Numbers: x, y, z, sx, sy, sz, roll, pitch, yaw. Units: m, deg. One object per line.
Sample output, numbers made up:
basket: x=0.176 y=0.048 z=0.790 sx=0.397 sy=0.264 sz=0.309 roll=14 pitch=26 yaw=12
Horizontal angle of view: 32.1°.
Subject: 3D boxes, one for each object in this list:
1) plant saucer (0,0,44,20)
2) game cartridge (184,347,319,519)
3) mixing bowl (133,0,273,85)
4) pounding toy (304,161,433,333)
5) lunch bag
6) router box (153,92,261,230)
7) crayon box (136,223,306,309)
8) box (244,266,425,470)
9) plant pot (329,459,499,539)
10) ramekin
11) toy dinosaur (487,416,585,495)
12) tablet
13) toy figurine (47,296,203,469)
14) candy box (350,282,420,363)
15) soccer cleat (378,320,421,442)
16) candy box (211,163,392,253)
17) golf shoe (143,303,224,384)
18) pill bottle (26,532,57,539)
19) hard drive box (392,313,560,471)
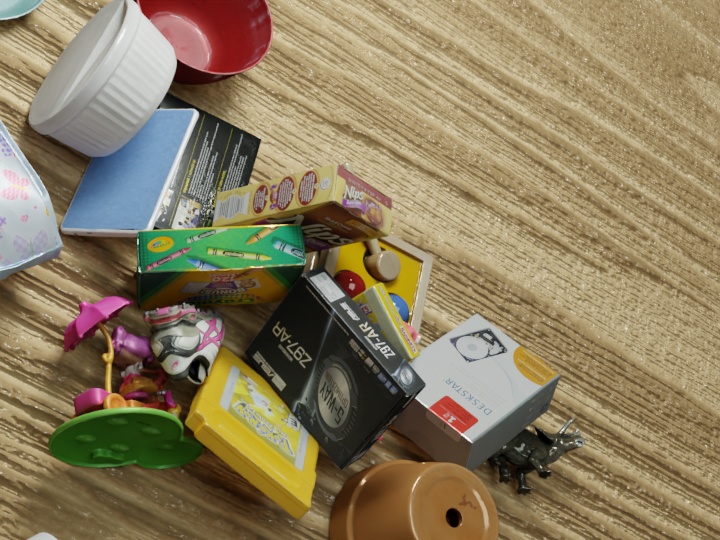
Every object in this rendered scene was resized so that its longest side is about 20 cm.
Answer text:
plant saucer: x=-0.494 y=-0.400 z=1.604 sx=0.199 sy=0.036 sz=0.201 roll=14 pitch=62 yaw=-28
game cartridge: x=-0.123 y=0.190 z=1.506 sx=0.176 sy=0.032 sz=0.200 roll=41 pitch=14 yaw=-12
mixing bowl: x=-0.231 y=-0.329 z=1.700 sx=0.199 sy=0.108 sz=0.201 roll=14 pitch=62 yaw=-28
pounding toy: x=0.000 y=0.000 z=1.676 sx=0.184 sy=0.142 sz=0.201 roll=27 pitch=56 yaw=-21
lunch bag: x=-0.458 y=-0.070 z=1.417 sx=0.169 sy=0.127 sz=0.200 roll=-28 pitch=76 yaw=-41
router box: x=-0.224 y=-0.117 z=1.640 sx=0.149 sy=0.051 sz=0.201 roll=25 pitch=56 yaw=-20
crayon box: x=-0.174 y=-0.004 z=1.538 sx=0.199 sy=0.119 sz=0.059 roll=-3 pitch=68 yaw=-12
box: x=-0.035 y=0.121 z=1.548 sx=0.200 sy=0.160 sz=0.043 roll=49 pitch=36 yaw=14
plant pot: x=0.079 y=0.326 z=1.578 sx=0.199 sy=0.140 sz=0.201 roll=14 pitch=62 yaw=-27
ramekin: x=-0.313 y=-0.231 z=1.549 sx=0.094 sy=0.202 sz=0.203 roll=37 pitch=52 yaw=-28
toy dinosaur: x=0.214 y=0.248 z=1.761 sx=0.199 sy=0.077 sz=0.103 roll=16 pitch=40 yaw=-12
tablet: x=-0.288 y=-0.125 z=1.570 sx=0.014 sy=0.130 sz=0.201 roll=65 pitch=34 yaw=-50
toy figurine: x=-0.274 y=0.121 z=1.462 sx=0.200 sy=0.150 sz=0.185 roll=26 pitch=43 yaw=-48
candy box: x=-0.021 y=0.103 z=1.578 sx=0.026 sy=0.200 sz=0.103 roll=-18 pitch=78 yaw=-51
soccer cleat: x=0.015 y=0.147 z=1.614 sx=0.076 sy=0.201 sz=0.067 roll=29 pitch=27 yaw=19
candy box: x=-0.074 y=-0.070 z=1.568 sx=0.117 sy=0.199 sz=0.057 roll=30 pitch=57 yaw=-46
golf shoe: x=-0.206 y=0.092 z=1.494 sx=0.072 sy=0.200 sz=0.093 roll=-13 pitch=84 yaw=8
pill bottle: x=-0.384 y=0.358 z=1.268 sx=0.200 sy=0.116 sz=0.116 roll=-29 pitch=86 yaw=-40
hard drive box: x=0.147 y=0.167 z=1.698 sx=0.156 sy=0.077 sz=0.200 roll=36 pitch=46 yaw=25
